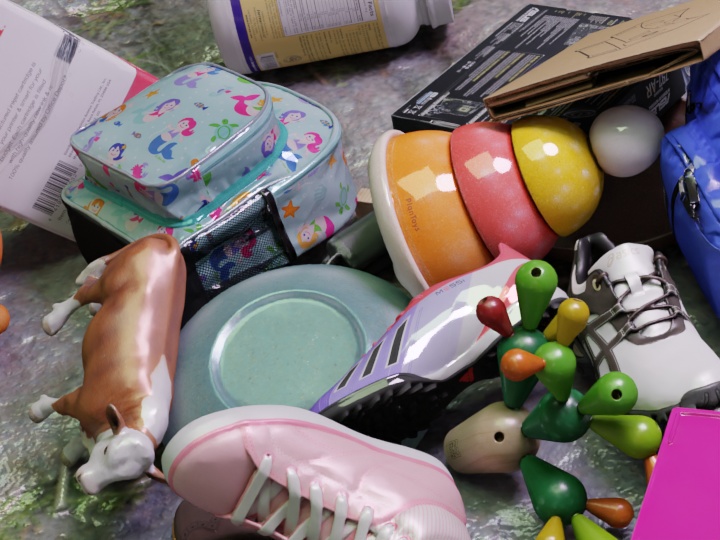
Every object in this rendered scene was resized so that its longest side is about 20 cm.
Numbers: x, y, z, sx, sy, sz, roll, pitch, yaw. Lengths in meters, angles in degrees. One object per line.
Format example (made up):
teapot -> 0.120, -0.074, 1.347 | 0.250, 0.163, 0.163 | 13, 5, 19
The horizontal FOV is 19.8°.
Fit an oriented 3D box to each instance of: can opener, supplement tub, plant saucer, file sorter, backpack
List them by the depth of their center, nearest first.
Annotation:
file sorter -> 0.260, 0.175, 1.132 | 0.200, 0.126, 0.139 | 4, 39, 21
backpack -> 0.285, -0.069, 1.385 | 0.168, 0.163, 0.200 | -14, 48, -1
plant saucer -> -0.046, 0.067, 1.396 | 0.201, 0.039, 0.201 | -6, 53, 7
can opener -> 0.000, 0.000, 1.513 | 0.066, 0.053, 0.200 | 44, 62, 13
plant saucer -> 0.185, -0.066, 1.544 | 0.200, 0.035, 0.200 | -9, 37, 7
backpack -> -0.109, -0.067, 1.551 | 0.200, 0.151, 0.178 | -29, 35, -26
supplement tub -> -0.028, -0.254, 1.762 | 0.200, 0.145, 0.145 | -10, 37, 4

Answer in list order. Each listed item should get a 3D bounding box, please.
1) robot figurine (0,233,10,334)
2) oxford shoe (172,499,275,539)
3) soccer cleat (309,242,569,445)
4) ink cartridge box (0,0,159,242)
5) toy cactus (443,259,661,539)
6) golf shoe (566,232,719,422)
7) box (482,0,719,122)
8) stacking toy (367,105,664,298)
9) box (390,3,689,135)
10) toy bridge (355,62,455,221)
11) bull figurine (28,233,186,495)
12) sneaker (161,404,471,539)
robot figurine -> -0.335, -0.005, 1.520 | 0.117, 0.144, 0.200 | -9, -12, -35
oxford shoe -> -0.067, 0.186, 1.262 | 0.071, 0.073, 0.200 | -26, 38, -15
soccer cleat -> 0.041, 0.053, 1.349 | 0.200, 0.068, 0.073 | -30, 57, -15
ink cartridge box -> -0.265, -0.124, 1.585 | 0.084, 0.200, 0.145 | 32, 95, 44
toy cactus -> 0.107, 0.102, 1.280 | 0.102, 0.200, 0.165 | -21, -3, -39
golf shoe -> 0.177, 0.035, 1.327 | 0.078, 0.095, 0.200 | -16, 19, -14
box -> 0.197, -0.157, 1.442 | 0.163, 0.021, 0.200 | -15, 11, 32
stacking toy -> 0.118, -0.057, 1.425 | 0.200, 0.146, 0.146 | -21, 34, 19
box -> 0.145, -0.135, 1.576 | 0.160, 0.044, 0.200 | 13, 39, 34
toy bridge -> 0.067, -0.102, 1.632 | 0.067, 0.027, 0.200 | 9, 42, 27
bull figurine -> -0.167, 0.070, 1.397 | 0.121, 0.065, 0.200 | -17, 50, 39
sneaker -> -0.017, 0.147, 1.239 | 0.200, 0.075, 0.105 | 15, 30, -27
